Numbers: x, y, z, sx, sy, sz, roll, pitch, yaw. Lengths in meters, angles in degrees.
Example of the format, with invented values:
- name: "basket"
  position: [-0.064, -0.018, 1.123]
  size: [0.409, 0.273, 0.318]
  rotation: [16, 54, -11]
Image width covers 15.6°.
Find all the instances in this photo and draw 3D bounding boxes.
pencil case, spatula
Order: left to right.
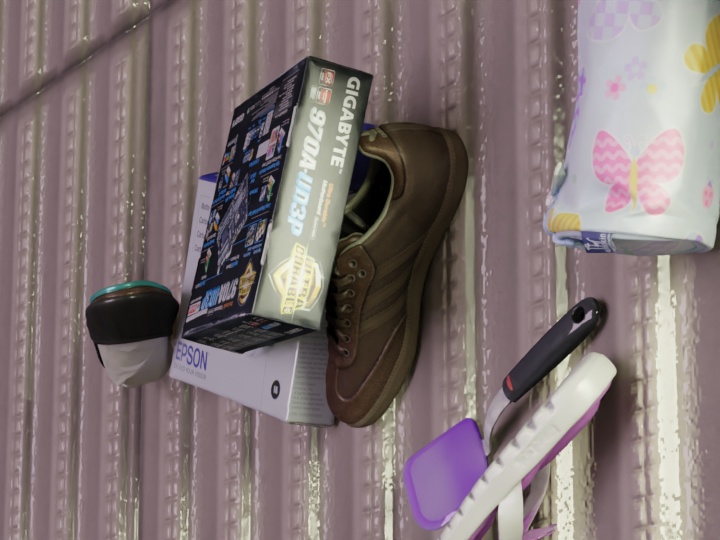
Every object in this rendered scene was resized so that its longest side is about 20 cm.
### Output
- name: "spatula"
  position: [0.082, 0.080, 1.510]
  size: [0.200, 0.020, 0.057]
  rotation: [-54, 38, 41]
- name: "pencil case"
  position: [0.148, -0.105, 1.369]
  size: [0.090, 0.083, 0.202]
  rotation: [3, 85, 39]

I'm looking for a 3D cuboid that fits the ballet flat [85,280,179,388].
- name: "ballet flat"
  position: [-0.162, 0.048, 1.896]
  size: [0.200, 0.067, 0.069]
  rotation: [139, 122, -83]

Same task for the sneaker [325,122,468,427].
- name: "sneaker"
  position: [0.000, 0.000, 1.624]
  size: [0.070, 0.075, 0.201]
  rotation: [44, 121, 56]

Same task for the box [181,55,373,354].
- name: "box"
  position: [-0.054, -0.036, 1.629]
  size: [0.200, 0.046, 0.160]
  rotation: [158, 125, -73]

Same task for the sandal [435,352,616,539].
- name: "sandal"
  position: [0.087, 0.130, 1.455]
  size: [0.050, 0.082, 0.203]
  rotation: [39, 127, 7]

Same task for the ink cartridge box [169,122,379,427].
- name: "ink cartridge box"
  position: [-0.062, -0.009, 1.777]
  size: [0.199, 0.040, 0.202]
  rotation: [13, 94, 62]
